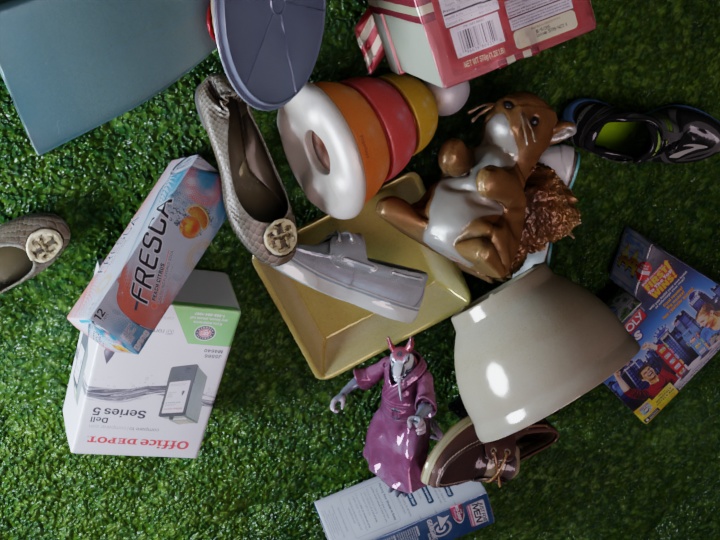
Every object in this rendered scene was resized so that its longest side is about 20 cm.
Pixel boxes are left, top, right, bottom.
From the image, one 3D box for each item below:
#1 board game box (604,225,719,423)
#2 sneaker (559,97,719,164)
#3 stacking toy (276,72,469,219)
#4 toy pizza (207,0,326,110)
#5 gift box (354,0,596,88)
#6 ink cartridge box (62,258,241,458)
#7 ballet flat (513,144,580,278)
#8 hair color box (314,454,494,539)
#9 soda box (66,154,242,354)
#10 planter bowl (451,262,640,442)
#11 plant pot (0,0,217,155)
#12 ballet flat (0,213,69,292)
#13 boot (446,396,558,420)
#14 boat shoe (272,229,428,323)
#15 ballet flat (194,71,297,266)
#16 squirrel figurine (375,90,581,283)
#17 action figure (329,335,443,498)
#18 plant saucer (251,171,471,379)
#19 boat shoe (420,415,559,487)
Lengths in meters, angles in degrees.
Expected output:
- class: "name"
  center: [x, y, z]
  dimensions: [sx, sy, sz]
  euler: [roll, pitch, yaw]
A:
- class: "board game box"
  center: [0.349, 0.051, 1.621]
  dimensions: [0.200, 0.062, 0.200]
  euler: [-46, 122, 1]
- class: "sneaker"
  center: [0.316, -0.143, 1.481]
  dimensions: [0.199, 0.083, 0.071]
  euler: [3, 121, -22]
- class: "stacking toy"
  center: [0.029, -0.150, 1.366]
  dimensions: [0.200, 0.146, 0.146]
  euler: [-25, 128, -23]
- class: "toy pizza"
  center: [-0.088, -0.248, 1.232]
  dimensions: [0.032, 0.200, 0.200]
  euler: [7, 130, 25]
- class: "gift box"
  center: [0.092, -0.265, 1.255]
  dimensions: [0.184, 0.187, 0.200]
  euler: [-18, 111, -10]
- class: "ink cartridge box"
  center: [-0.226, 0.099, 1.442]
  dimensions: [0.145, 0.084, 0.200]
  euler: [6, 119, -23]
- class: "ballet flat"
  center: [0.192, -0.052, 1.516]
  dimensions: [0.069, 0.069, 0.200]
  euler: [2, 116, -21]
- class: "hair color box"
  center: [0.054, 0.299, 1.663]
  dimensions: [0.200, 0.100, 0.061]
  euler: [-22, 127, -5]
- class: "soda box"
  center: [-0.202, -0.016, 1.325]
  dimensions: [0.064, 0.068, 0.200]
  euler: [39, 69, -25]
- class: "planter bowl"
  center: [0.180, 0.077, 1.452]
  dimensions: [0.200, 0.200, 0.135]
  euler: [-32, 89, 2]
- class: "plant pot"
  center: [-0.232, -0.224, 1.202]
  dimensions: [0.200, 0.141, 0.142]
  euler: [-23, 126, -11]
- class: "ballet flat"
  center: [-0.380, 0.007, 1.342]
  dimensions: [0.200, 0.046, 0.067]
  euler: [-26, 127, -2]
- class: "boot"
  center: [0.175, 0.125, 1.616]
  dimensions: [0.162, 0.073, 0.198]
  euler: [-40, 125, 14]
- class: "boat shoe"
  center: [-0.017, -0.007, 1.410]
  dimensions: [0.201, 0.070, 0.072]
  euler: [22, 92, -27]
- class: "ballet flat"
  center: [-0.107, -0.100, 1.322]
  dimensions: [0.067, 0.046, 0.200]
  euler: [-22, 95, -37]
- class: "squirrel figurine"
  center: [0.148, -0.089, 1.409]
  dimensions: [0.200, 0.141, 0.187]
  euler: [34, 82, -53]
- class: "action figure"
  center: [0.057, 0.153, 1.523]
  dimensions: [0.149, 0.134, 0.200]
  euler: [-29, 134, -41]
- class: "plant saucer"
  center: [0.000, 0.000, 1.483]
  dimensions: [0.200, 0.048, 0.200]
  euler: [-28, 126, -2]
- class: "boat shoe"
  center: [0.152, 0.206, 1.527]
  dimensions: [0.200, 0.072, 0.072]
  euler: [-16, 131, -46]
